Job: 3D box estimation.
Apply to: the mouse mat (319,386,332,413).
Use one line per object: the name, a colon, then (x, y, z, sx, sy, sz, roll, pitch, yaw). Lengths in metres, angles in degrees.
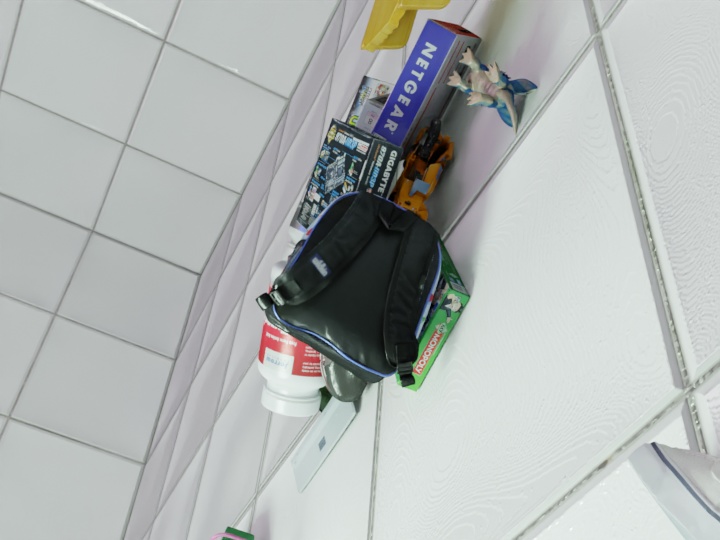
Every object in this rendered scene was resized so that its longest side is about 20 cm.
mouse mat: (-0.055, 0.120, 1.351, 0.200, 0.007, 0.162, 41, 121, 55)

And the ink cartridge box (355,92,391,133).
ink cartridge box: (0.016, -0.180, 1.445, 0.162, 0.057, 0.202, -38, -29, -64)

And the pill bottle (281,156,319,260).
pill bottle: (-0.064, -0.096, 1.674, 0.202, 0.113, 0.114, -67, 14, 2)

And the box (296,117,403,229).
box: (-0.020, -0.113, 1.243, 0.160, 0.046, 0.200, -70, 22, 9)

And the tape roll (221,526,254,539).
tape roll: (-0.217, 0.500, 1.411, 0.200, 0.048, 0.202, -160, 90, -85)

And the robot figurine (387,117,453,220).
robot figurine: (0.076, -0.116, 1.261, 0.145, 0.058, 0.201, -61, 4, 49)

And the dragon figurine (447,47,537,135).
dragon figurine: (0.171, -0.212, 1.104, 0.059, 0.099, 0.200, -61, 35, 15)

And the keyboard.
keyboard: (-0.055, 0.243, 1.319, 0.201, 0.011, 0.057, -59, 40, 36)

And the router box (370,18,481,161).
router box: (0.094, -0.261, 1.333, 0.201, 0.049, 0.179, -62, -11, 18)

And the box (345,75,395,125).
box: (0.020, -0.226, 1.580, 0.202, 0.109, 0.035, -68, -24, -2)

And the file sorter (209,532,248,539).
file sorter: (-0.169, 0.470, 1.197, 0.140, 0.124, 0.201, -60, 16, 25)

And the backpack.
backpack: (0.000, 0.014, 1.064, 0.192, 0.199, 0.154, -60, 9, -12)

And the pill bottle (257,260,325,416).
pill bottle: (-0.084, 0.095, 1.287, 0.112, 0.111, 0.202, -132, 51, -74)

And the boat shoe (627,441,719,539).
boat shoe: (0.209, 0.131, 0.476, 0.070, 0.071, 0.200, -39, 12, 0)

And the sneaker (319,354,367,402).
sneaker: (-0.005, 0.084, 1.187, 0.116, 0.075, 0.202, -138, 54, -77)

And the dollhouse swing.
dollhouse swing: (0.125, -0.385, 1.310, 0.200, 0.174, 0.184, 168, 120, -73)

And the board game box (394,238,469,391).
board game box: (0.074, 0.043, 1.143, 0.200, 0.029, 0.135, -103, 37, -66)
